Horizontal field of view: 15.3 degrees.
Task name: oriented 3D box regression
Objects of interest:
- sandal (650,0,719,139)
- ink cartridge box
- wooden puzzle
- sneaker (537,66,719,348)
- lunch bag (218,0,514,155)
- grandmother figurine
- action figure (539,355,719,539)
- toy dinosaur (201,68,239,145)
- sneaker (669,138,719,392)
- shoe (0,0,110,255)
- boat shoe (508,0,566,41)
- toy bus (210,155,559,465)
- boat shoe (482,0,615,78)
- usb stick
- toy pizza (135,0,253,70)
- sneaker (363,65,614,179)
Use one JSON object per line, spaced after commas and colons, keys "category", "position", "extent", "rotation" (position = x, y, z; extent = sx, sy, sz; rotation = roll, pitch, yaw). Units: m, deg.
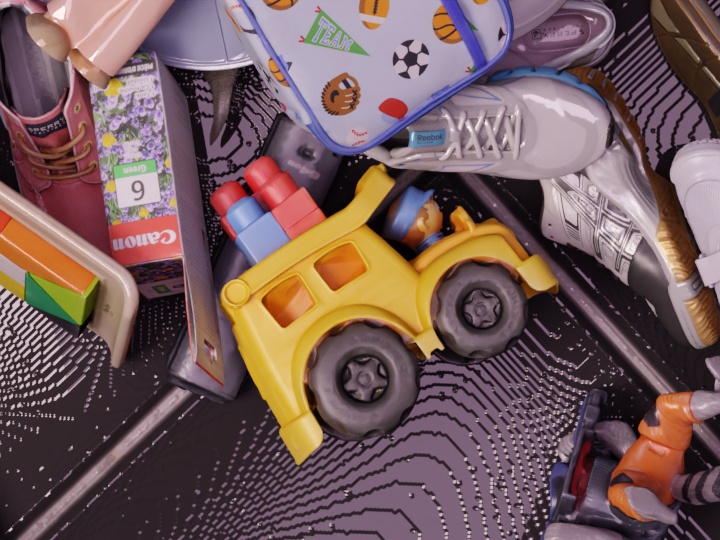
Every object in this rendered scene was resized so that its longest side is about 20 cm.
{"category": "sandal", "position": [0.259, -0.108, 1.739], "extent": [0.054, 0.080, 0.201], "rotation": [-30, 87, -21]}
{"category": "ink cartridge box", "position": [-0.130, -0.028, 1.710], "extent": [0.050, 0.109, 0.201], "rotation": [-9, 78, 5]}
{"category": "wooden puzzle", "position": [-0.224, -0.018, 1.698], "extent": [0.200, 0.185, 0.037], "rotation": [39, 75, 2]}
{"category": "sneaker", "position": [0.163, -0.031, 1.748], "extent": [0.087, 0.076, 0.201], "rotation": [-29, 91, 24]}
{"category": "lunch bag", "position": [-0.006, -0.183, 1.589], "extent": [0.160, 0.076, 0.201], "rotation": [-32, 113, -6]}
{"category": "grandmother figurine", "position": [-0.109, -0.199, 1.634], "extent": [0.200, 0.121, 0.061], "rotation": [-45, 57, 12]}
{"category": "action figure", "position": [0.169, 0.162, 1.688], "extent": [0.104, 0.194, 0.201], "rotation": [23, 64, -5]}
{"category": "toy dinosaur", "position": [-0.071, -0.183, 1.753], "extent": [0.102, 0.077, 0.201], "rotation": [23, 104, 19]}
{"category": "sneaker", "position": [0.253, 0.017, 1.693], "extent": [0.075, 0.115, 0.200], "rotation": [-24, 109, 33]}
{"category": "shoe", "position": [-0.200, -0.082, 1.741], "extent": [0.071, 0.091, 0.201], "rotation": [-16, 91, 3]}
{"category": "boat shoe", "position": [0.051, -0.178, 1.679], "extent": [0.199, 0.070, 0.071], "rotation": [-23, 48, -21]}
{"category": "toy bus", "position": [0.000, 0.000, 1.710], "extent": [0.199, 0.136, 0.193], "rotation": [-32, 87, -6]}
{"category": "boat shoe", "position": [0.067, -0.143, 1.742], "extent": [0.200, 0.065, 0.075], "rotation": [-9, 91, 2]}
{"category": "usb stick", "position": [-0.068, -0.009, 1.767], "extent": [0.055, 0.033, 0.201], "rotation": [24, 92, 0]}
{"category": "toy pizza", "position": [-0.100, -0.224, 1.685], "extent": [0.199, 0.032, 0.202], "rotation": [3, 113, 7]}
{"category": "sneaker", "position": [0.058, -0.087, 1.677], "extent": [0.198, 0.087, 0.076], "rotation": [4, 109, 9]}
